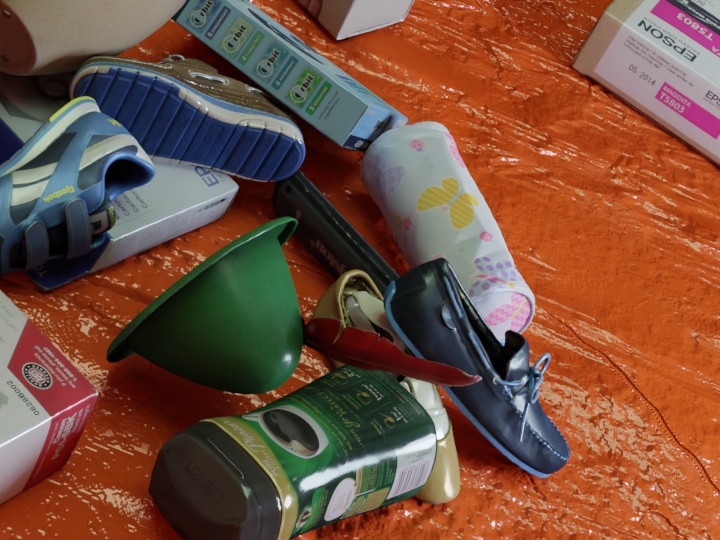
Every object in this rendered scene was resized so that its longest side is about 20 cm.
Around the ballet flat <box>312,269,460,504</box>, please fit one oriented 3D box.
[{"bbox_3d":[0.022,0.083,1.649,0.068,0.063,0.201,-8,53,-36],"label":"ballet flat"}]

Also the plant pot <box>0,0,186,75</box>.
[{"bbox_3d":[-0.247,-0.228,1.677,0.200,0.201,0.135,33,58,5],"label":"plant pot"}]

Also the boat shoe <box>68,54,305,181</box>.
[{"bbox_3d":[-0.140,-0.127,1.714,0.199,0.072,0.073,20,33,-30],"label":"boat shoe"}]

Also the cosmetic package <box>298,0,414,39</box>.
[{"bbox_3d":[-0.038,-0.315,2.015,0.103,0.088,0.200,-19,58,-44],"label":"cosmetic package"}]

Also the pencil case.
[{"bbox_3d":[0.068,-0.026,1.775,0.083,0.091,0.201,-13,52,-18],"label":"pencil case"}]

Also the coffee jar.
[{"bbox_3d":[-0.047,0.137,1.531,0.199,0.086,0.104,-18,49,-43],"label":"coffee jar"}]

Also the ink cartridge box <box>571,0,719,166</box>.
[{"bbox_3d":[0.327,-0.201,2.124,0.199,0.075,0.165,35,39,6],"label":"ink cartridge box"}]

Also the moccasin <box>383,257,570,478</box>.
[{"bbox_3d":[0.100,0.075,1.645,0.200,0.068,0.081,46,15,-24],"label":"moccasin"}]

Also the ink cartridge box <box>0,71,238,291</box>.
[{"bbox_3d":[-0.227,-0.090,1.700,0.200,0.041,0.200,44,42,18],"label":"ink cartridge box"}]

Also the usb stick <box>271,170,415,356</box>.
[{"bbox_3d":[0.000,0.000,1.732,0.033,0.056,0.200,-33,67,-22],"label":"usb stick"}]

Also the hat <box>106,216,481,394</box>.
[{"bbox_3d":[-0.060,0.076,1.539,0.165,0.200,0.176,-35,85,-25],"label":"hat"}]

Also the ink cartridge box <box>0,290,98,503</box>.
[{"bbox_3d":[-0.295,0.094,1.431,0.147,0.083,0.200,43,41,15],"label":"ink cartridge box"}]

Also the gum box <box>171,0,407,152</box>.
[{"bbox_3d":[-0.064,-0.172,1.818,0.200,0.045,0.170,37,7,10],"label":"gum box"}]

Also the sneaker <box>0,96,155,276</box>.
[{"bbox_3d":[-0.227,-0.042,1.590,0.082,0.074,0.200,34,60,10],"label":"sneaker"}]
